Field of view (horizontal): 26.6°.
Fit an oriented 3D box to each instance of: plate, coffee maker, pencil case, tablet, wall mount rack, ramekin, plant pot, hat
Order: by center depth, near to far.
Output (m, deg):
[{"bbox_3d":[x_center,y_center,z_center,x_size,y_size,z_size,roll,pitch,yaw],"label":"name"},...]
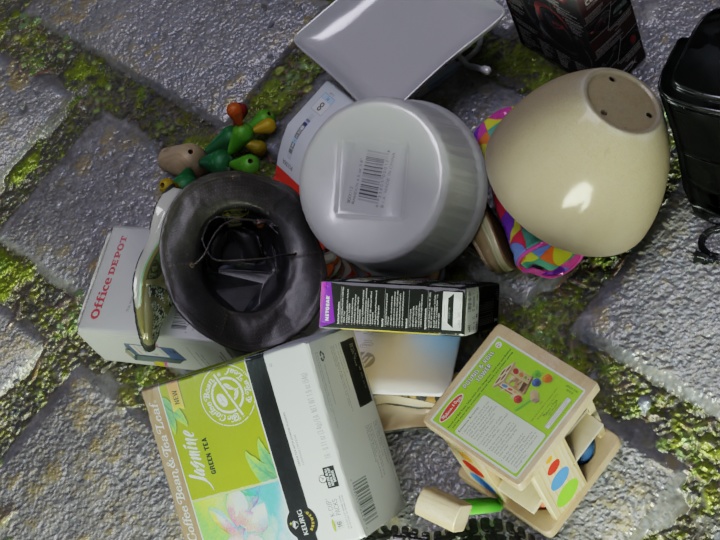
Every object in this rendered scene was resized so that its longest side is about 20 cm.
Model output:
[{"bbox_3d":[0.387,-0.141,1.573,0.134,0.200,0.194,-5,59,20],"label":"coffee maker"},{"bbox_3d":[0.249,-0.134,1.607,0.199,0.135,0.202,12,51,-15],"label":"plant pot"},{"bbox_3d":[0.006,0.088,1.638,0.198,0.014,0.131,1,36,13],"label":"tablet"},{"bbox_3d":[0.030,-0.093,1.650,0.199,0.098,0.202,-2,86,24],"label":"ramekin"},{"bbox_3d":[-0.135,-0.004,1.666,0.199,0.081,0.202,5,74,-17],"label":"hat"},{"bbox_3d":[0.186,-0.087,1.692,0.088,0.089,0.201,-21,54,8],"label":"pencil case"},{"bbox_3d":[0.047,-0.284,1.813,0.200,0.032,0.200,-41,53,-5],"label":"plate"},{"bbox_3d":[0.070,-0.237,1.833,0.199,0.075,0.174,-37,55,-1],"label":"wall mount rack"}]

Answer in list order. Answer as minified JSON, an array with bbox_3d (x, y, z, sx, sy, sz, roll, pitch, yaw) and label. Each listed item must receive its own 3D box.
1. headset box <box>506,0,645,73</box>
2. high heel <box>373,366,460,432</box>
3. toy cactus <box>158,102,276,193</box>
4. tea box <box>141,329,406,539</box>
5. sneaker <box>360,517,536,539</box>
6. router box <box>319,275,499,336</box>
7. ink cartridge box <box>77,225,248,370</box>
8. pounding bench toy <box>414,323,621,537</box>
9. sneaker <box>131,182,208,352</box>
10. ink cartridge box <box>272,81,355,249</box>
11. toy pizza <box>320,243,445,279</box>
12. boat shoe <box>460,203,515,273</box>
[{"bbox_3d":[0.234,-0.314,1.738,0.075,0.200,0.148,-45,54,-8],"label":"headset box"},{"bbox_3d":[0.034,0.164,1.606,0.200,0.072,0.142,-38,48,-15],"label":"high heel"},{"bbox_3d":[-0.192,-0.135,1.865,0.164,0.102,0.201,7,58,43],"label":"toy cactus"},{"bbox_3d":[-0.086,0.181,1.539,0.195,0.133,0.202,-18,89,22],"label":"tea box"},{"bbox_3d":[0.093,0.302,1.507,0.198,0.090,0.079,0,33,3],"label":"sneaker"},{"bbox_3d":[0.055,0.035,1.561,0.148,0.200,0.052,3,92,15],"label":"router box"},{"bbox_3d":[-0.212,0.033,1.776,0.198,0.088,0.146,5,62,21],"label":"ink cartridge box"},{"bbox_3d":[0.142,0.192,1.496,0.124,0.156,0.200,31,74,33],"label":"pounding bench toy"},{"bbox_3d":[-0.201,-0.002,1.704,0.088,0.077,0.202,10,67,6],"label":"sneaker"},{"bbox_3d":[-0.056,-0.112,1.794,0.200,0.047,0.160,-47,44,0],"label":"ink cartridge box"},{"bbox_3d":[0.000,0.000,1.745,0.198,0.032,0.202,-10,58,16],"label":"toy pizza"},{"bbox_3d":[0.114,-0.063,1.719,0.062,0.073,0.201,-34,48,8],"label":"boat shoe"}]
